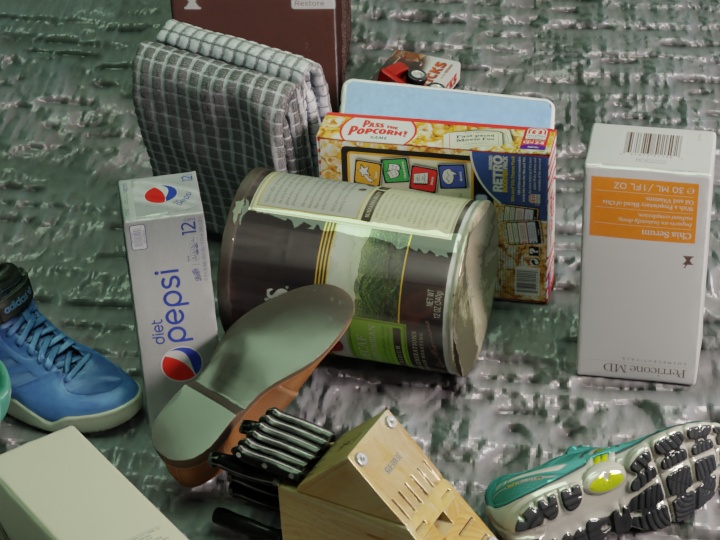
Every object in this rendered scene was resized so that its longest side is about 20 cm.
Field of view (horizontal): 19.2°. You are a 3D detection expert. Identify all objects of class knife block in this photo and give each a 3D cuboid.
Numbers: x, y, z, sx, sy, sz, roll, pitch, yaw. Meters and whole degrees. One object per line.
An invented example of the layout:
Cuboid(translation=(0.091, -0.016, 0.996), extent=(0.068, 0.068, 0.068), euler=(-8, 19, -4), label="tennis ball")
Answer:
Cuboid(translation=(-0.016, 0.185, 1.562), extent=(0.200, 0.175, 0.064), euler=(50, 44, -5), label="knife block")

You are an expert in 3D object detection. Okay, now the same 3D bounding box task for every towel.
Cuboid(translation=(-0.110, -0.108, 1.878), extent=(0.165, 0.200, 0.086), euler=(16, 44, 25), label="towel")

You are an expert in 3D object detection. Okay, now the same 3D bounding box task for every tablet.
Cuboid(translation=(0.077, -0.107, 1.952), extent=(0.199, 0.014, 0.131), euler=(6, 68, -3), label="tablet")

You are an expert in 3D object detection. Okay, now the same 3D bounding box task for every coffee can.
Cuboid(translation=(0.000, 0.000, 1.749), extent=(0.199, 0.147, 0.146), euler=(8, 34, 15), label="coffee can")

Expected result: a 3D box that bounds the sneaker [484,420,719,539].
Cuboid(translation=(0.185, 0.150, 1.582), extent=(0.199, 0.078, 0.080), euler=(-15, 26, -18), label="sneaker")

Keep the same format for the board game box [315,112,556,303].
Cuboid(translation=(0.066, -0.053, 1.824), extent=(0.199, 0.152, 0.046), euler=(5, 34, 11), label="board game box")

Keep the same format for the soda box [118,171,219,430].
Cuboid(translation=(-0.147, 0.026, 1.668), extent=(0.063, 0.201, 0.068), euler=(-8, 33, -6), label="soda box")

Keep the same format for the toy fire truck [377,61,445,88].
Cuboid(translation=(0.024, -0.138, 2.004), extent=(0.200, 0.049, 0.141), euler=(37, 44, 25), label="toy fire truck")

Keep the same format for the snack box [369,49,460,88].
Cuboid(translation=(0.030, -0.159, 2.102), extent=(0.072, 0.024, 0.200), euler=(14, 37, 19), label="snack box")

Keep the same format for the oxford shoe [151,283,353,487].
Cuboid(translation=(-0.081, 0.088, 1.652), extent=(0.071, 0.071, 0.200), euler=(36, 68, 29), label="oxford shoe")

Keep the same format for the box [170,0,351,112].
Cuboid(translation=(-0.097, -0.269, 2.150), extent=(0.165, 0.165, 0.200), euler=(1, 33, 4), label="box")

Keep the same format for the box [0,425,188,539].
Cuboid(translation=(-0.190, 0.197, 1.530), extent=(0.082, 0.069, 0.200), euler=(-21, 37, -27), label="box")

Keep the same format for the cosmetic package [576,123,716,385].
Cuboid(translation=(0.227, -0.012, 1.706), extent=(0.101, 0.201, 0.071), euler=(4, 34, 10), label="cosmetic package")

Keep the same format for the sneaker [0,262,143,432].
Cuboid(translation=(-0.268, 0.055, 1.712), extent=(0.199, 0.112, 0.077), euler=(16, 37, 26), label="sneaker")

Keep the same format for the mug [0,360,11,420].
Cuboid(translation=(-0.332, 0.108, 1.589), extent=(0.114, 0.152, 0.185), euler=(24, 61, 26), label="mug")
